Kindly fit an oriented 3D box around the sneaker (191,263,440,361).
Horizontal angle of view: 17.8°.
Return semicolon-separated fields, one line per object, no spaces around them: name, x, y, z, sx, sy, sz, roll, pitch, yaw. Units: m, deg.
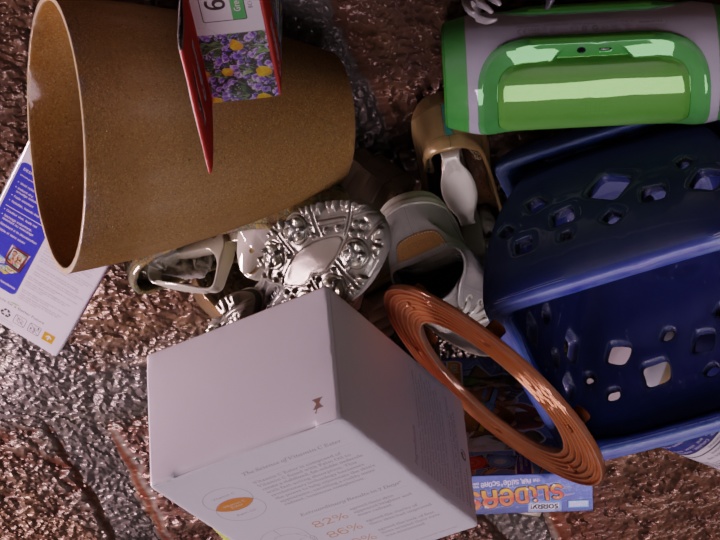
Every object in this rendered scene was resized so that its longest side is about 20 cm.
sneaker;-0.044;0.053;1.782;0.200;0.067;0.090;21;151;-8

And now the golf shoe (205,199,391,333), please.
golf shoe;-0.028;0.006;1.628;0.097;0.078;0.200;-18;163;-45

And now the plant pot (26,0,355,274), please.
plant pot;-0.112;-0.100;1.561;0.200;0.187;0.186;-6;140;-19

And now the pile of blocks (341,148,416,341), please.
pile of blocks;0.000;0.000;1.707;0.082;0.062;0.200;17;112;28

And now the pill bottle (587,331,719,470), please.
pill bottle;0.283;0.097;1.800;0.200;0.111;0.111;21;133;-22

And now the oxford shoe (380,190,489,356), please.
oxford shoe;0.067;0.017;1.663;0.075;0.058;0.200;-24;142;10

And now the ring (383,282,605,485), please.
ring;0.096;0.076;1.601;0.019;0.200;0.200;-47;133;-13

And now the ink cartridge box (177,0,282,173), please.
ink cartridge box;-0.079;-0.169;1.447;0.050;0.200;0.109;-6;137;5

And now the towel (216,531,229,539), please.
towel;-0.038;0.189;1.962;0.200;0.023;0.144;-19;134;20

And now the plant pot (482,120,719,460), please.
plant pot;0.206;-0.004;1.641;0.200;0.180;0.200;-16;134;17

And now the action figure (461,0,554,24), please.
action figure;0.088;-0.220;1.469;0.200;0.102;0.119;11;124;-9

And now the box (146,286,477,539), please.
box;-0.033;0.120;1.602;0.152;0.106;0.200;-21;144;22

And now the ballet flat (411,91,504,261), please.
ballet flat;0.073;-0.043;1.682;0.069;0.063;0.200;-14;136;6

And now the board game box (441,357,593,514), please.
board game box;0.105;0.124;1.766;0.135;0.200;0.035;-2;113;3

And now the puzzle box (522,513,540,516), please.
puzzle box;0.043;0.136;1.828;0.200;0.133;0.025;11;112;-13

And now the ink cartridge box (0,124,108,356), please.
ink cartridge box;-0.228;-0.026;1.702;0.095;0.037;0.200;31;134;-3

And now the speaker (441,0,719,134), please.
speaker;0.156;-0.138;1.567;0.200;0.089;0.089;-2;137;3

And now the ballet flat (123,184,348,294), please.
ballet flat;-0.092;-0.019;1.674;0.200;0.071;0.071;-11;138;33
